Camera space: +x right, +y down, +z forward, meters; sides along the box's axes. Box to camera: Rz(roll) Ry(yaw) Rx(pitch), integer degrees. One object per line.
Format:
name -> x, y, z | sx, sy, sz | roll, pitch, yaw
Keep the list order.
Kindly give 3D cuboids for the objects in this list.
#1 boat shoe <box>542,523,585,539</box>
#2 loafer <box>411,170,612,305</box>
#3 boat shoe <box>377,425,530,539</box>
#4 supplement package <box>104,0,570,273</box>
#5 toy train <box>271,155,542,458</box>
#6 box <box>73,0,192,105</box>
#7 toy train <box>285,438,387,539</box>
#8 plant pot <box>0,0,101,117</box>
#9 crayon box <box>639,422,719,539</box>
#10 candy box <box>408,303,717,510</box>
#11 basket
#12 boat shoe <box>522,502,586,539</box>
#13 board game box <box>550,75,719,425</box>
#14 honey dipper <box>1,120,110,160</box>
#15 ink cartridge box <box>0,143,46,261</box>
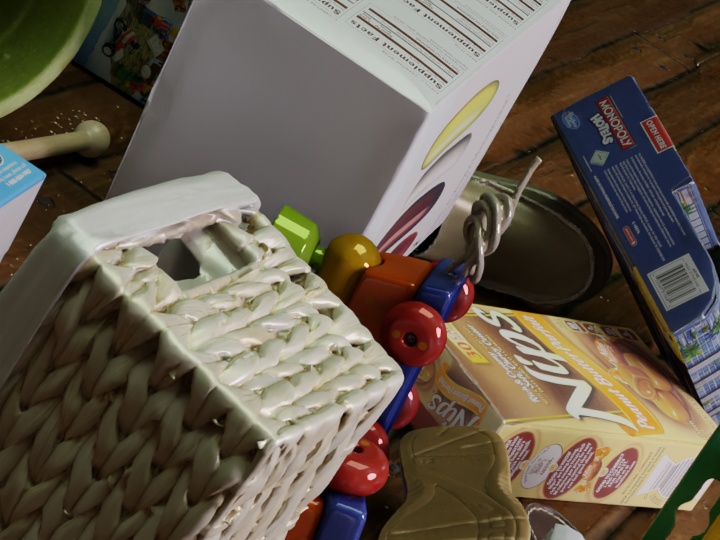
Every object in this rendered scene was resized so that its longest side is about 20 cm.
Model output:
boat shoe -> 0.091, 0.198, 1.080 | 0.067, 0.074, 0.200 | 28, 36, -2
loafer -> 0.065, -0.029, 1.507 | 0.200, 0.076, 0.067 | 24, 25, 5
boat shoe -> 0.046, 0.142, 1.130 | 0.074, 0.069, 0.200 | -1, 20, 6
supplement package -> -0.012, -0.095, 1.344 | 0.147, 0.191, 0.200 | 35, 37, 9
toy train -> 0.000, 0.000, 1.204 | 0.116, 0.200, 0.085 | 28, 23, 4
box -> -0.093, -0.193, 1.476 | 0.136, 0.200, 0.038 | 32, 22, 4
toy train -> -0.053, 0.108, 1.059 | 0.116, 0.085, 0.200 | 14, 26, -11
plant pot -> -0.267, -0.200, 1.323 | 0.200, 0.200, 0.190 | 15, 14, -33
crayon box -> 0.228, 0.183, 1.198 | 0.200, 0.127, 0.051 | 37, 24, 17
candy box -> 0.110, 0.078, 1.358 | 0.200, 0.055, 0.115 | 10, 31, -42
basket -> -0.094, 0.078, 0.938 | 0.123, 0.200, 0.136 | 43, 25, 12
boat shoe -> 0.135, 0.176, 1.167 | 0.072, 0.072, 0.200 | 13, 29, -35
board game box -> 0.207, 0.014, 1.488 | 0.200, 0.062, 0.200 | 58, 6, -48
honey dipper -> -0.195, -0.067, 1.308 | 0.038, 0.038, 0.200 | 37, 22, 15
ink cartridge box -> -0.271, -0.061, 1.159 | 0.200, 0.068, 0.115 | 33, 23, 5
